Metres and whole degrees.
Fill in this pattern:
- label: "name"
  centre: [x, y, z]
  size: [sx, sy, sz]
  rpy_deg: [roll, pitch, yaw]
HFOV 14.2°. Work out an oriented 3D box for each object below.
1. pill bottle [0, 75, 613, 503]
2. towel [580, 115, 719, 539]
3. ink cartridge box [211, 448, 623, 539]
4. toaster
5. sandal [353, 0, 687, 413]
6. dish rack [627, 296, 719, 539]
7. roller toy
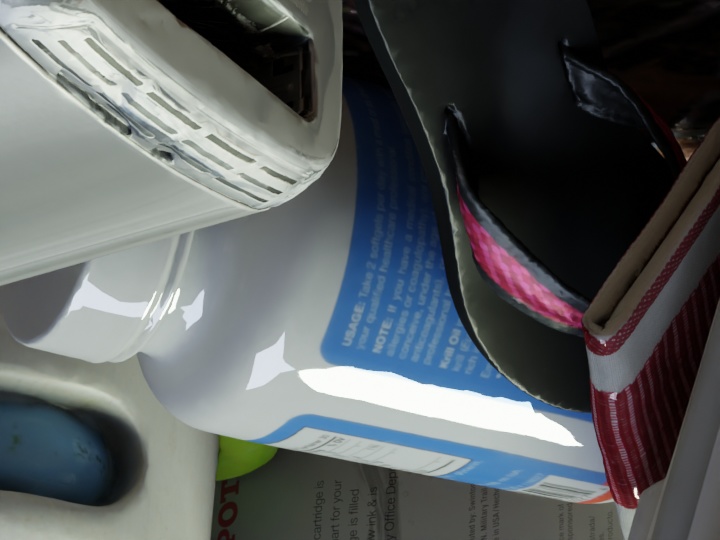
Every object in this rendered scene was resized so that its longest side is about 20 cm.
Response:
- label: "pill bottle"
  centre: [0.000, 0.000, 0.858]
  size: [0.199, 0.113, 0.112]
  rpy_deg: [13, 157, -26]
- label: "towel"
  centre: [0.111, 0.030, 0.822]
  size: [0.023, 0.144, 0.200]
  rpy_deg: [19, 147, 29]
- label: "ink cartridge box"
  centre: [0.036, 0.121, 1.032]
  size: [0.199, 0.145, 0.084]
  rpy_deg: [-19, 139, 26]
- label: "toaster"
  centre: [-0.089, -0.065, 0.691]
  size: [0.129, 0.114, 0.200]
  rpy_deg: [-11, 154, 25]
- label: "sandal"
  centre: [0.053, -0.024, 0.766]
  size: [0.045, 0.075, 0.200]
  rpy_deg: [40, 165, 47]
- label: "dish rack"
  centre: [0.132, 0.019, 0.780]
  size: [0.043, 0.201, 0.171]
  rpy_deg: [18, -175, 30]
- label: "roller toy"
  centre: [-0.143, 0.067, 1.010]
  size: [0.199, 0.140, 0.182]
  rpy_deg: [-6, 158, 22]
